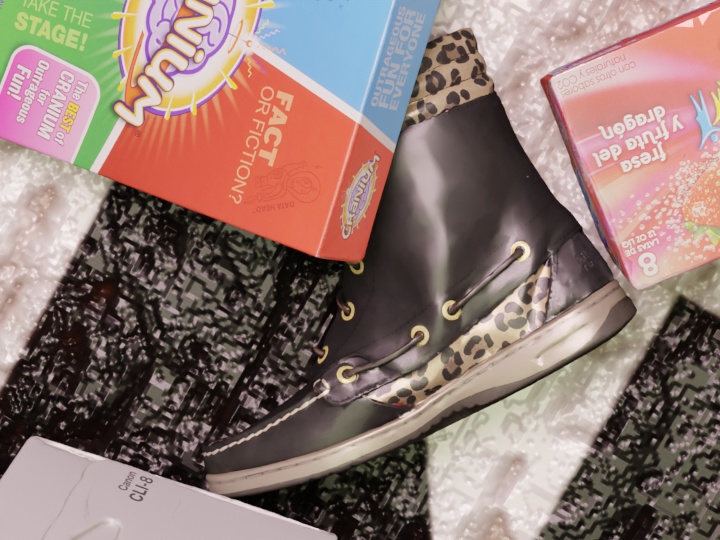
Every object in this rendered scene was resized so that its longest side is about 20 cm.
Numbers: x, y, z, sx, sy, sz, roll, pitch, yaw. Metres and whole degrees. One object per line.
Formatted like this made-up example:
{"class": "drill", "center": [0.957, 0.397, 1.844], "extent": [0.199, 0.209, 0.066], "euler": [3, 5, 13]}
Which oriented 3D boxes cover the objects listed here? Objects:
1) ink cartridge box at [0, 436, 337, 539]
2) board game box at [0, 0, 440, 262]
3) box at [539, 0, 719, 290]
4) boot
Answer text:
{"class": "ink cartridge box", "center": [-0.110, 0.200, 0.820], "extent": [0.144, 0.145, 0.200], "euler": [17, 115, 2]}
{"class": "board game box", "center": [-0.069, -0.107, 0.823], "extent": [0.200, 0.040, 0.153], "euler": [20, 97, 26]}
{"class": "box", "center": [0.183, -0.075, 0.821], "extent": [0.200, 0.103, 0.095], "euler": [-22, 95, 4]}
{"class": "boot", "center": [0.000, 0.000, 0.854], "extent": [0.200, 0.073, 0.151], "euler": [-25, 90, 13]}
